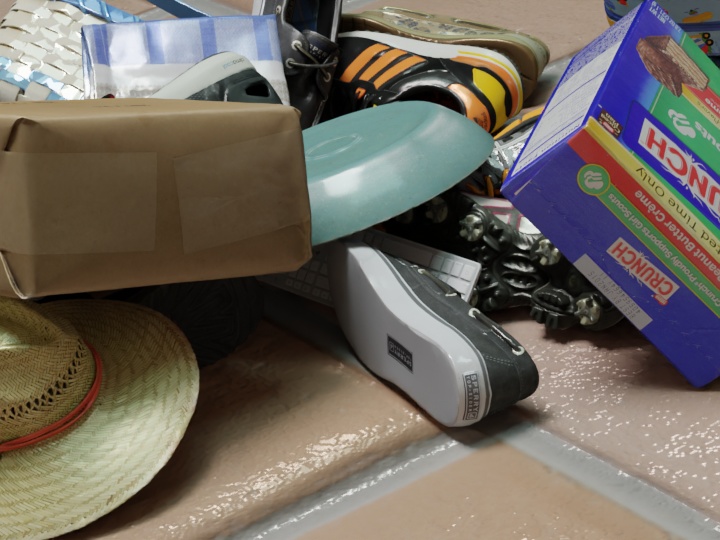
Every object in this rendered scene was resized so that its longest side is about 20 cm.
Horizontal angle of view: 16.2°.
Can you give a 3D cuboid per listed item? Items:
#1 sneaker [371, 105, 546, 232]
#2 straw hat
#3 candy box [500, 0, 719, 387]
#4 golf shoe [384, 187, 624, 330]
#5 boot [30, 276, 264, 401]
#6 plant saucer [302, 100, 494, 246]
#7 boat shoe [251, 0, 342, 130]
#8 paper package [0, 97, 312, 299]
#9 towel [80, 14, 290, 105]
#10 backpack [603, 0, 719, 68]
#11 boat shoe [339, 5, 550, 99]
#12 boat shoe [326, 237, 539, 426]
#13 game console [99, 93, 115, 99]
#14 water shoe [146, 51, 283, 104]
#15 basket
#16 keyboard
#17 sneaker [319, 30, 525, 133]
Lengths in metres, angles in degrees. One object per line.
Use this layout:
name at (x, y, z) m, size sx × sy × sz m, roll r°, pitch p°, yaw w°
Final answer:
sneaker at (0.091, -0.052, 1.676) m, size 0.199 × 0.078 × 0.077 m, roll -14°, pitch 23°, yaw 17°
straw hat at (-0.201, 0.058, 1.459) m, size 0.200 × 0.085 × 0.201 m, roll -12°, pitch 43°, yaw 12°
candy box at (0.186, -0.050, 1.514) m, size 0.077 × 0.169 × 0.200 m, roll -40°, pitch 10°, yaw 32°
golf shoe at (0.103, -0.009, 1.595) m, size 0.200 × 0.077 × 0.088 m, roll 18°, pitch 21°, yaw 36°
boot at (-0.181, 0.021, 1.639) m, size 0.165 × 0.066 × 0.200 m, roll -23°, pitch 23°, yaw -29°
plant saucer at (-0.013, -0.065, 1.629) m, size 0.199 × 0.036 × 0.200 m, roll -20°, pitch 16°, yaw 6°
boat shoe at (-0.043, -0.161, 1.851) m, size 0.066 × 0.070 × 0.201 m, roll -25°, pitch 46°, yaw 46°
paper package at (-0.164, -0.048, 1.508) m, size 0.200 × 0.104 × 0.190 m, roll -6°, pitch 9°, yaw -39°
towel at (-0.117, -0.091, 1.745) m, size 0.146 × 0.024 × 0.201 m, roll -3°, pitch 61°, yaw -8°
backpack at (0.270, -0.209, 1.863) m, size 0.200 × 0.135 × 0.182 m, roll -20°, pitch 27°, yaw -22°
boat shoe at (0.044, -0.162, 1.936) m, size 0.199 × 0.074 × 0.063 m, roll 10°, pitch 24°, yaw 16°
boat shoe at (0.040, 0.035, 1.522) m, size 0.056 × 0.069 × 0.200 m, roll -11°, pitch 29°, yaw -22°
game console at (-0.288, -0.067, 1.687) m, size 0.172 × 0.119 × 0.200 m, roll 31°, pitch 49°, yaw 25°
water shoe at (-0.126, -0.070, 1.676) m, size 0.079 × 0.072 × 0.200 m, roll 43°, pitch 62°, yaw 11°
basket at (-0.188, -0.145, 1.867) m, size 0.176 × 0.139 × 0.200 m, roll 27°, pitch 53°, yaw 19°
keyboard at (0.000, 0.000, 1.623) m, size 0.011 × 0.056 × 0.200 m, roll 16°, pitch 2°, yaw -44°
sneaker at (0.016, -0.127, 1.862) m, size 0.200 × 0.070 × 0.090 m, roll 5°, pitch 28°, yaw 28°
